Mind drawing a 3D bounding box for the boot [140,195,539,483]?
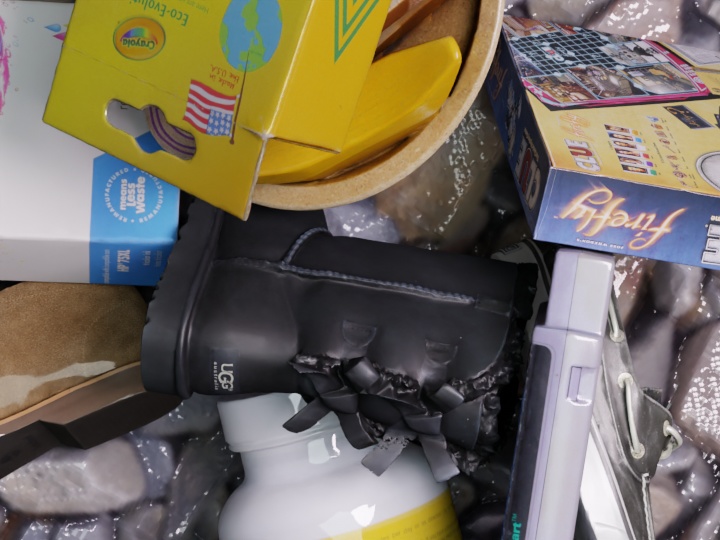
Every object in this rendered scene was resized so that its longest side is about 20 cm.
[{"bbox_3d":[0.000,-0.001,0.895,0.161,0.074,0.199,9,45,6],"label":"boot"}]

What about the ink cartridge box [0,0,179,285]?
[{"bbox_3d":[-0.182,-0.060,0.915,0.198,0.067,0.117,2,73,-7],"label":"ink cartridge box"}]

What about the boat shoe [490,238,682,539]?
[{"bbox_3d":[0.122,0.078,0.966,0.063,0.071,0.202,-17,91,-6],"label":"boat shoe"}]

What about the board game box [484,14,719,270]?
[{"bbox_3d":[0.133,-0.059,0.905,0.134,0.200,0.035,9,115,-7],"label":"board game box"}]

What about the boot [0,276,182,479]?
[{"bbox_3d":[-0.187,0.061,0.938,0.198,0.074,0.076,-20,73,-10],"label":"boot"}]

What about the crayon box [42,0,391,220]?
[{"bbox_3d":[-0.045,-0.132,0.785,0.126,0.051,0.202,26,102,36],"label":"crayon box"}]

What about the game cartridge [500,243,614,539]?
[{"bbox_3d":[0.081,0.088,0.869,0.038,0.130,0.202,9,95,10],"label":"game cartridge"}]

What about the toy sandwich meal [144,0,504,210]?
[{"bbox_3d":[-0.024,-0.123,0.838,0.203,0.070,0.208,-1,87,26],"label":"toy sandwich meal"}]

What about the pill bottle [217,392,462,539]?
[{"bbox_3d":[-0.003,0.148,0.930,0.111,0.112,0.202,-15,92,-7],"label":"pill bottle"}]
